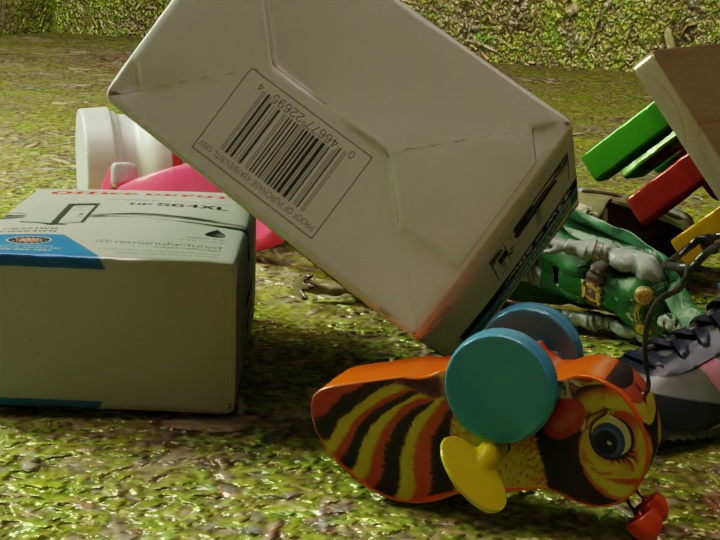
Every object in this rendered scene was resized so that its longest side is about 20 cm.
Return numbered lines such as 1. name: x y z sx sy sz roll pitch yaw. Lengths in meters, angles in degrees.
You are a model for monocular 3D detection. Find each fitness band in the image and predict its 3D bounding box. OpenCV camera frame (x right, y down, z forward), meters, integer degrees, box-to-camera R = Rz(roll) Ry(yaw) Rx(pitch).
1. fitness band: -0.112 -0.045 0.963 0.143 0.038 0.200 -1 -11 -16

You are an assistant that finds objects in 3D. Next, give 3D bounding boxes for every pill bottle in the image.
1. pill bottle: -0.128 -0.085 1.109 0.199 0.117 0.116 -3 14 -17

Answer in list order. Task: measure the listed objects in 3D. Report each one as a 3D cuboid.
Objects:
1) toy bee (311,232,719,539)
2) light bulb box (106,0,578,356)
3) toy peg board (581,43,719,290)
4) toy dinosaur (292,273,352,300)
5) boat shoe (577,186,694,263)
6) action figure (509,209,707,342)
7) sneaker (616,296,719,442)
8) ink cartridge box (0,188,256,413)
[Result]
1. toy bee: 0.079 0.069 0.571 0.200 0.109 0.131 -20 2 45
2. light bulb box: 0.003 -0.061 0.719 0.198 0.125 0.200 38 0 13
3. toy peg board: 0.270 -0.054 0.983 0.098 0.200 0.200 -39 -14 36
4. toy dinosaur: 0.000 0.000 0.940 0.101 0.059 0.200 13 -8 -33
5. boat shoe: 0.161 -0.030 1.000 0.199 0.075 0.068 -2 8 -18
6. action figure: 0.138 -0.001 0.865 0.055 0.119 0.200 -35 41 -29
7. sneaker: 0.186 0.038 0.704 0.199 0.083 0.070 -6 16 -28
8. ink cartridge box: -0.136 0.010 0.777 0.145 0.085 0.200 2 14 -3
